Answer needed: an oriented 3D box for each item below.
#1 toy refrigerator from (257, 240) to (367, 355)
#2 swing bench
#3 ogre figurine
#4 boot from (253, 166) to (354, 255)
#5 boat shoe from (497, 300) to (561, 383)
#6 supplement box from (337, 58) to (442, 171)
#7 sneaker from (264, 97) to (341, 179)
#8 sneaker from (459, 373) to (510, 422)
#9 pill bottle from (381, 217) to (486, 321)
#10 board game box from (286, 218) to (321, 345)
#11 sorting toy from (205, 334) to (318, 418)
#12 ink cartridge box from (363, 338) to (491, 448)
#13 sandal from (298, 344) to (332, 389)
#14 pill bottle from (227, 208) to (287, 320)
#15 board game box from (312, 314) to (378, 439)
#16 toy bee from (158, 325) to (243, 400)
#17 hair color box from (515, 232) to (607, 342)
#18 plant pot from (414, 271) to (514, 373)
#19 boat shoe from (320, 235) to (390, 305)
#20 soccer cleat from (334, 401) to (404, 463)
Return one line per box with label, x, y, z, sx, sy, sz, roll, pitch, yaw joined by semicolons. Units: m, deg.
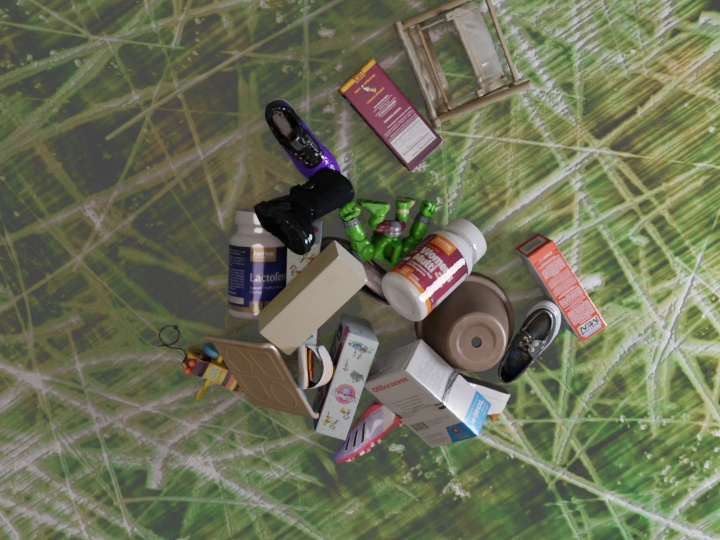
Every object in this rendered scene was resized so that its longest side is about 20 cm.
toy refrigerator;-0.087;0.047;1.610;0.200;0.070;0.076;-44;116;14
swing bench;0.183;-0.394;1.679;0.198;0.130;0.201;-21;101;7
ogre figurine;0.050;-0.075;1.740;0.199;0.098;0.121;-10;112;-45
boot;-0.080;-0.113;1.615;0.167;0.200;0.077;-30;119;-17
boat shoe;0.326;0.145;1.771;0.068;0.057;0.201;32;129;11
supplement box;0.054;-0.289;1.698;0.086;0.110;0.200;-42;100;5
sneaker;-0.113;-0.231;1.707;0.069;0.100;0.200;-39;99;7
sneaker;0.193;0.250;1.821;0.198;0.073;0.085;20;102;-4
pill bottle;0.141;-0.005;1.720;0.200;0.109;0.110;-42;101;-24
board game box;-0.106;0.017;1.711;0.064;0.148;0.202;1;113;-2
sorting toy;-0.179;0.191;1.697;0.037;0.184;0.201;-51;126;-31
ink cartridge box;0.126;0.237;1.744;0.200;0.146;0.085;44;54;-14
sandal;-0.080;0.172;1.681;0.059;0.207;0.080;-3;88;1
pill bottle;-0.194;-0.014;1.736;0.114;0.116;0.202;1;98;-2
board game box;-0.032;0.202;1.759;0.064;0.148;0.202;16;99;-8
toy bee;-0.306;0.191;1.775;0.198;0.109;0.132;7;102;-3
hair color box;0.387;0.031;1.770;0.064;0.111;0.201;-33;101;3
plant pot;0.210;0.115;1.747;0.198;0.175;0.203;-1;100;-3
boat shoe;0.000;0.000;1.776;0.199;0.057;0.067;35;99;-8
soccer cleat;0.022;0.311;1.838;0.199;0.067;0.077;-37;78;7
